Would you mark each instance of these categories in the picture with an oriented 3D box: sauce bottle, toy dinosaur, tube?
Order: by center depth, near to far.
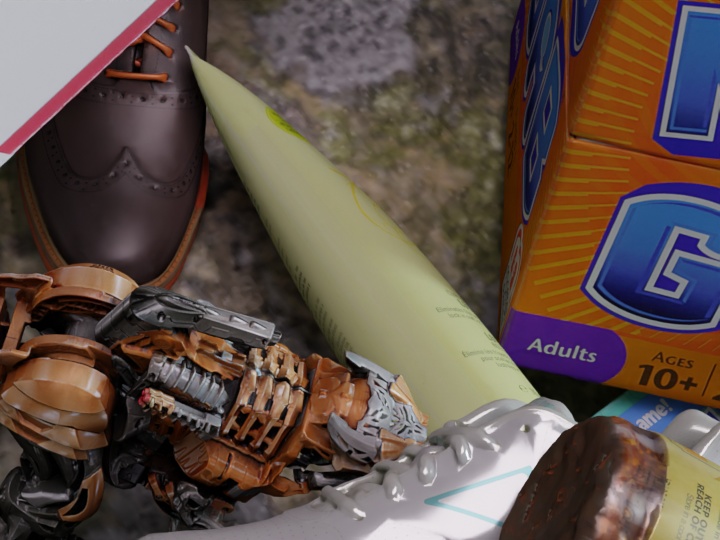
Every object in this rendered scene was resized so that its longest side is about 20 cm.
[{"bbox_3d":[0.134,0.109,0.622,0.200,0.066,0.066,30,53,-16],"label":"sauce bottle"},{"bbox_3d":[-0.082,0.036,0.712,0.200,0.136,0.102,32,57,10],"label":"toy dinosaur"},{"bbox_3d":[0.000,0.000,0.771,0.052,0.058,0.200,-13,48,-27],"label":"tube"}]

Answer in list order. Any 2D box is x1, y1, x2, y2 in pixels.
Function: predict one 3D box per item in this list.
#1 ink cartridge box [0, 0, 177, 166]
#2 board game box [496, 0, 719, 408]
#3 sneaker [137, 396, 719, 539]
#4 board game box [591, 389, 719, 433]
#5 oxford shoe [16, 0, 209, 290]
[{"bbox_3d":[-0.163,-0.103,0.737,0.145,0.084,0.200,-43,36,-1],"label":"ink cartridge box"},{"bbox_3d":[0.168,-0.084,0.779,0.199,0.200,0.200,12,40,-4],"label":"board game box"},{"bbox_3d":[0.026,0.076,0.661,0.200,0.070,0.081,0,99,-13],"label":"sneaker"},{"bbox_3d":[0.124,0.139,0.742,0.152,0.045,0.200,-34,68,-29],"label":"board game box"},{"bbox_3d":[-0.088,-0.080,0.826,0.071,0.073,0.201,3,56,-9],"label":"oxford shoe"}]
